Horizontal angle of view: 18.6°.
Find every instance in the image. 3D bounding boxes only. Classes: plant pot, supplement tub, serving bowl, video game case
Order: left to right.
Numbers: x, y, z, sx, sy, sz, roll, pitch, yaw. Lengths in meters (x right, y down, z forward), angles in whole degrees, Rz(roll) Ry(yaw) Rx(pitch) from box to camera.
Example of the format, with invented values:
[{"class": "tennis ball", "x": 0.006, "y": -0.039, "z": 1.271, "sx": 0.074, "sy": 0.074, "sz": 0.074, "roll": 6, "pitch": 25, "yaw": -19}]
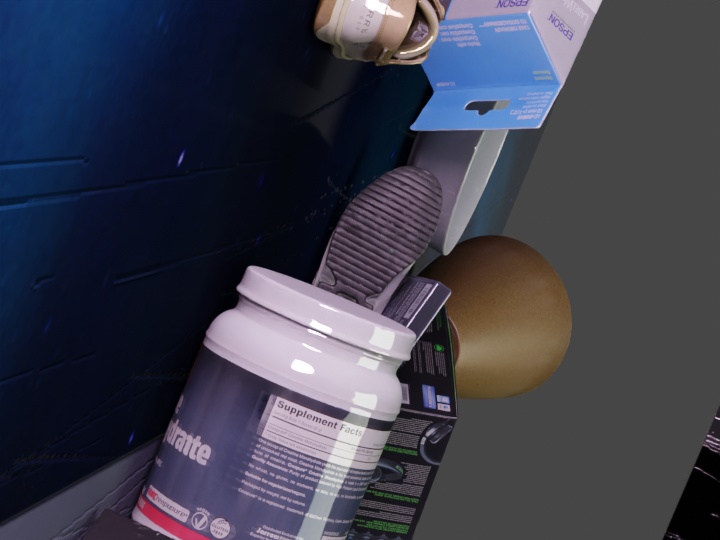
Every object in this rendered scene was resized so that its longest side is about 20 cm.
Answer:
[{"class": "supplement tub", "x": -0.057, "y": 0.112, "z": 1.466, "sx": 0.140, "sy": 0.140, "sz": 0.200, "roll": 3, "pitch": 109, "yaw": -82}, {"class": "video game case", "x": 0.005, "y": 0.064, "z": 1.842, "sx": 0.143, "sy": 0.019, "sz": 0.200, "roll": -54, "pitch": -168, "yaw": -5}, {"class": "serving bowl", "x": 0.089, "y": -0.118, "z": 2.067, "sx": 0.200, "sy": 0.066, "sz": 0.200, "roll": 23, "pitch": 90, "yaw": -83}, {"class": "plant pot", "x": 0.110, "y": 0.066, "z": 2.405, "sx": 0.200, "sy": 0.186, "sz": 0.187, "roll": -18, "pitch": 131, "yaw": -63}]

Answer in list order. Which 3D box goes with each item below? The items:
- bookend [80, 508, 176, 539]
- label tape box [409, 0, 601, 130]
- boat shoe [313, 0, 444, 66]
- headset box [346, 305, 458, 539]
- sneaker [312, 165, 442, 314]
[{"class": "bookend", "x": -0.176, "y": 0.288, "z": 1.339, "sx": 0.200, "sy": 0.092, "sz": 0.199, "roll": -54, "pitch": 165, "yaw": -56}, {"class": "label tape box", "x": 0.110, "y": -0.206, "z": 1.684, "sx": 0.066, "sy": 0.143, "sz": 0.200, "roll": 41, "pitch": 67, "yaw": -34}, {"class": "boat shoe", "x": 0.020, "y": -0.165, "z": 1.463, "sx": 0.200, "sy": 0.066, "sz": 0.074, "roll": -30, "pitch": 142, "yaw": -77}, {"class": "headset box", "x": 0.017, "y": 0.152, "z": 2.056, "sx": 0.174, "sy": 0.093, "sz": 0.200, "roll": -93, "pitch": -163, "yaw": -55}, {"class": "sneaker", "x": 0.000, "y": 0.000, "z": 1.811, "sx": 0.200, "sy": 0.074, "sz": 0.089, "roll": -58, "pitch": -179, "yaw": 5}]
